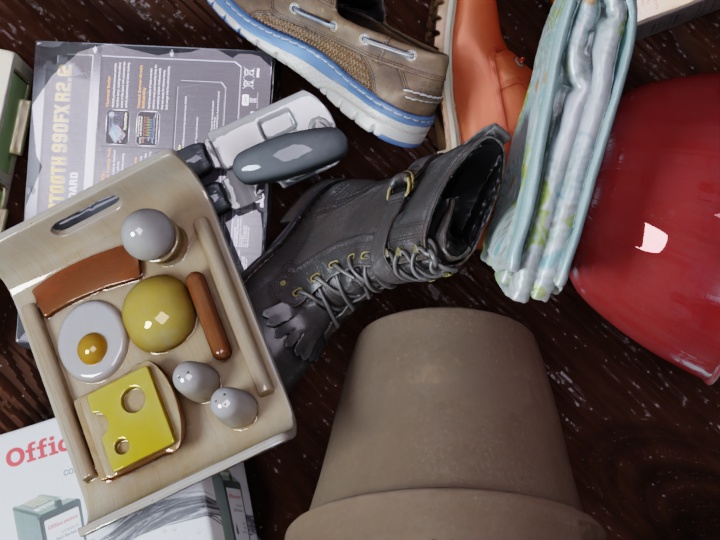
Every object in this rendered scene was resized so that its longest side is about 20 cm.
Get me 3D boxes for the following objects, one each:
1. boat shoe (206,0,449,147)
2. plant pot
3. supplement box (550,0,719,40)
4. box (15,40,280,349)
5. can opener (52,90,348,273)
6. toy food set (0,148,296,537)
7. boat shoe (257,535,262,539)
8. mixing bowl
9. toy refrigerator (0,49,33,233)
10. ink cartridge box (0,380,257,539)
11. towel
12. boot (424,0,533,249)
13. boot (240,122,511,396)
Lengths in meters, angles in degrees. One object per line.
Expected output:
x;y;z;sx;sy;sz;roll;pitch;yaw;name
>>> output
-0.019;-0.160;1.684;0.200;0.072;0.072;38;110;23;boat shoe
0.054;0.121;1.630;0.200;0.200;0.175;1;68;3;plant pot
0.208;-0.229;1.701;0.200;0.074;0.126;-22;85;0;supplement box
-0.136;-0.045;1.712;0.158;0.048;0.200;2;84;3;box
-0.105;-0.056;1.658;0.200;0.066;0.053;-24;85;4;can opener
-0.138;0.044;1.594;0.143;0.060;0.200;-27;69;12;toy food set
-0.041;0.257;1.668;0.066;0.072;0.200;-37;83;3;boat shoe
0.186;-0.040;1.617;0.108;0.200;0.200;15;85;1;mixing bowl
-0.262;-0.043;1.705;0.070;0.076;0.200;10;84;4;toy refrigerator
-0.141;0.184;1.638;0.146;0.084;0.200;-18;70;16;ink cartridge box
0.117;-0.085;1.582;0.048;0.171;0.200;15;96;-3;towel
0.093;-0.113;1.701;0.107;0.075;0.200;-3;92;-2;boot
0.000;0.000;1.617;0.069;0.174;0.200;38;64;-25;boot
